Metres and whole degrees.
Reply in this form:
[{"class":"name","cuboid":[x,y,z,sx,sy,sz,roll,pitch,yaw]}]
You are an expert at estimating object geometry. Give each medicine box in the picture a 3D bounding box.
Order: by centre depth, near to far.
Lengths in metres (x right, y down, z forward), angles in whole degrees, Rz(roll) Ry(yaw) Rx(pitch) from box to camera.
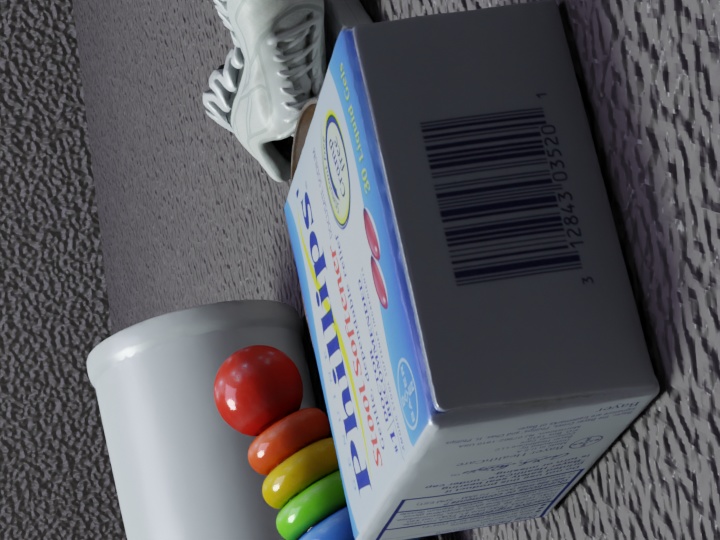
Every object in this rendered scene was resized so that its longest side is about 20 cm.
[{"class":"medicine box","cuboid":[0.041,0.008,0.914,0.200,0.102,0.184,114,145,-66]}]

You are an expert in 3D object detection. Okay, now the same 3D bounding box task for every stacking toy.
[{"class":"stacking toy","cuboid":[-0.021,0.132,1.179,0.201,0.085,0.085,59,162,12]}]

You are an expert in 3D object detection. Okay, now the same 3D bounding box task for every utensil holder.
[{"class":"utensil holder","cuboid":[-0.103,0.145,1.501,0.170,0.168,0.202,118,139,-69]}]

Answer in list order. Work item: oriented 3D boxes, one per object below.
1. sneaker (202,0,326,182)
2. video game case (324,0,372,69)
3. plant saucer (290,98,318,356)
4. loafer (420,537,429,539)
[{"class":"sneaker","cuboid":[-0.045,-0.130,1.201,0.081,0.075,0.201,59,160,25]},{"class":"video game case","cuboid":[0.008,-0.053,1.205,0.200,0.023,0.184,-118,23,-54]},{"class":"plant saucer","cuboid":[0.000,0.000,1.152,0.200,0.032,0.202,171,90,-77]},{"class":"loafer","cuboid":[0.005,0.160,1.237,0.073,0.070,0.202,-168,71,-76]}]
